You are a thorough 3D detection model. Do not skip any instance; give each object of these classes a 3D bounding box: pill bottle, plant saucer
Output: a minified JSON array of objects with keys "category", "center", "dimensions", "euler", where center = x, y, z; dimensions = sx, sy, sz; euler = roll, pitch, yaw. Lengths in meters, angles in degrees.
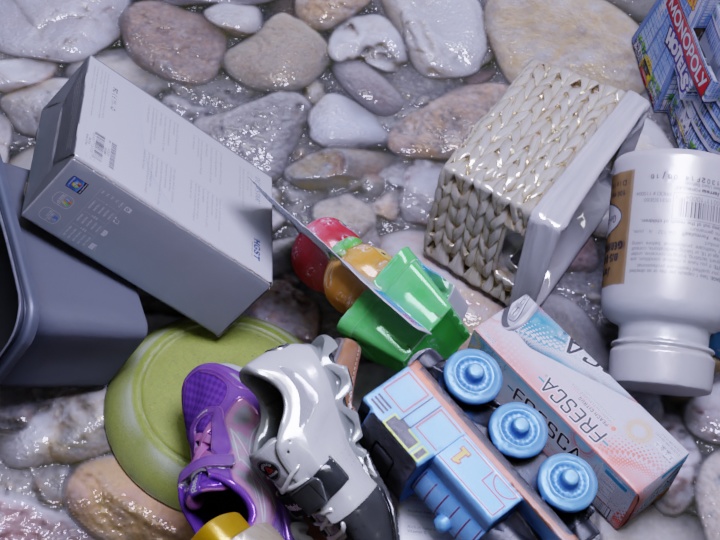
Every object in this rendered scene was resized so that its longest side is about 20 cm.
[{"category":"pill bottle","center":[0.267,0.004,1.387],"dimensions":[0.114,0.114,0.201],"euler":[8,81,-5]},{"category":"plant saucer","center":[-0.110,0.109,1.323],"dimensions":[0.199,0.031,0.200],"euler":[5,51,-7]}]

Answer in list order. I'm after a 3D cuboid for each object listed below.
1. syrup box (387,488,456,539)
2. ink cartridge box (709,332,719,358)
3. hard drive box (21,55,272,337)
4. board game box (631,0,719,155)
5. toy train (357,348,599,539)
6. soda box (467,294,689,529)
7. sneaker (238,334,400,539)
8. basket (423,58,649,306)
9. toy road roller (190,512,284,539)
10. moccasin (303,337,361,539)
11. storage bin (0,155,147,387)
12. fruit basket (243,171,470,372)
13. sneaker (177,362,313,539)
[{"category":"syrup box","center":[0.058,0.186,1.263],"dimensions":[0.078,0.082,0.200],"euler":[9,52,-8]},{"category":"ink cartridge box","center":[0.419,0.001,1.401],"dimensions":[0.146,0.200,0.146],"euler":[30,53,13]},{"category":"hard drive box","center":[-0.171,-0.062,1.335],"dimensions":[0.200,0.077,0.156],"euler":[34,29,-25]},{"category":"board game box","center":[0.342,-0.225,1.562],"dimensions":[0.061,0.200,0.200],"euler":[0,52,-12]},{"category":"toy train","center":[0.086,0.149,1.197],"dimensions":[0.114,0.087,0.200],"euler":[-33,71,-25]},{"category":"soda box","center":[0.178,0.117,1.352],"dimensions":[0.068,0.064,0.200],"euler":[-31,64,-29]},{"category":"sneaker","center":[-0.036,0.151,1.172],"dimensions":[0.088,0.074,0.201],"euler":[-11,72,-32]},{"category":"basket","center":[0.157,-0.081,1.457],"dimensions":[0.123,0.136,0.200],"euler":[28,52,14]},{"category":"toy road roller","center":[-0.079,0.266,1.115],"dimensions":[0.123,0.200,0.146],"euler":[45,21,21]},{"category":"moccasin","center":[-0.021,0.153,1.256],"dimensions":[0.078,0.074,0.202],"euler":[14,67,-22]},{"category":"storage bin","center":[-0.268,0.013,1.314],"dimensions":[0.134,0.146,0.200],"euler":[10,45,-39]},{"category":"fruit basket","center":[0.000,0.000,1.343],"dimensions":[0.094,0.185,0.200],"euler":[-43,69,-1]},{"category":"sneaker","center":[-0.101,0.151,1.205],"dimensions":[0.088,0.080,0.201],"euler":[22,39,-47]}]
